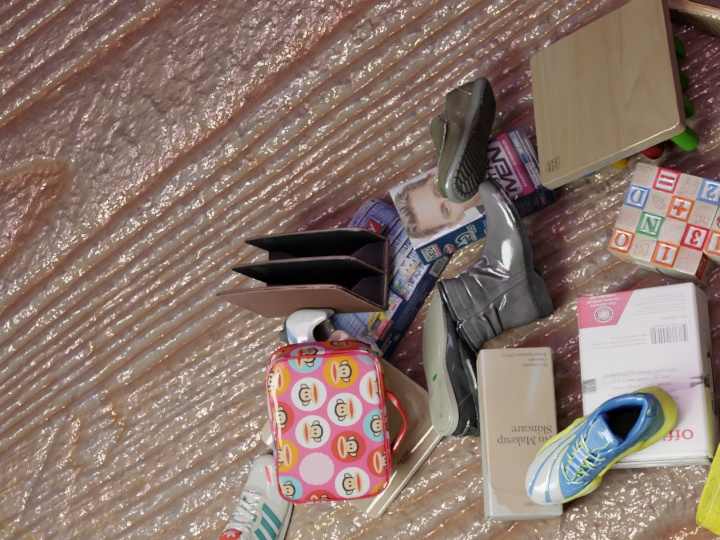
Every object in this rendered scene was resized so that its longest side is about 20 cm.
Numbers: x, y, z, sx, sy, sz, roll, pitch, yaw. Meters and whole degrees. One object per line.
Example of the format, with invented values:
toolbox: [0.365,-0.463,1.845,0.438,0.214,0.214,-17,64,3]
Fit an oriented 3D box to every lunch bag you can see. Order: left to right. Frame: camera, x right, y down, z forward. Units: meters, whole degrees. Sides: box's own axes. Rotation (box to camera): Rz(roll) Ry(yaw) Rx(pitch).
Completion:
lunch bag: [-0.028,0.190,1.366,0.174,0.082,0.203,-4,100,-1]

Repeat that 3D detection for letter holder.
letter holder: [-0.080,-0.003,1.443,0.198,0.142,0.102,-4,75,30]

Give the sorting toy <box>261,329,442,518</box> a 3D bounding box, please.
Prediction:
sorting toy: [-0.004,0.204,1.430,0.199,0.036,0.186,37,97,-7]

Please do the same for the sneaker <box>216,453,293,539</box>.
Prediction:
sneaker: [-0.151,0.353,1.488,0.070,0.093,0.202,4,79,31]

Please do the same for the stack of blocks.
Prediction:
stack of blocks: [0.412,-0.045,1.286,0.198,0.058,0.116,19,87,33]

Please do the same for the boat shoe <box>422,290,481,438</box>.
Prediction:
boat shoe: [0.123,0.123,1.416,0.072,0.067,0.202,125,144,-54]

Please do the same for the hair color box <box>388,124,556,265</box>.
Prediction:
hair color box: [0.148,-0.100,1.429,0.198,0.061,0.101,-26,63,7]

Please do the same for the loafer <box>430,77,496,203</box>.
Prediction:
loafer: [0.126,-0.165,1.395,0.069,0.076,0.201,-4,47,28]

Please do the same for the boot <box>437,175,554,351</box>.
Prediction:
boot: [0.154,-0.005,1.357,0.130,0.070,0.202,-22,98,2]

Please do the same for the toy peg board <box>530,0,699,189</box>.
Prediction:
toy peg board: [0.329,-0.212,1.364,0.198,0.097,0.202,-24,55,40]

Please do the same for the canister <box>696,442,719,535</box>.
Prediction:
canister: [0.473,0.235,1.124,0.198,0.087,0.150,21,87,11]

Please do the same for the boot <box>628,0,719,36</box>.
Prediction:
boot: [0.447,-0.391,1.352,0.199,0.072,0.168,28,94,37]

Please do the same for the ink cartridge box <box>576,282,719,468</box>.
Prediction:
ink cartridge box: [0.340,0.129,1.266,0.144,0.085,0.203,-8,72,28]

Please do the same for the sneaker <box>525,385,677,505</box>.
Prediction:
sneaker: [0.253,0.189,1.191,0.200,0.105,0.076,-41,61,15]

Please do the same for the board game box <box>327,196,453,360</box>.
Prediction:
board game box: [0.000,0.000,1.515,0.199,0.062,0.201,34,95,32]

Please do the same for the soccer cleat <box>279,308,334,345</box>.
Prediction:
soccer cleat: [-0.041,0.146,1.453,0.085,0.070,0.202,-17,101,24]

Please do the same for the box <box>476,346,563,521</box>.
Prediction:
box: [0.194,0.201,1.320,0.094,0.078,0.203,-3,74,2]
